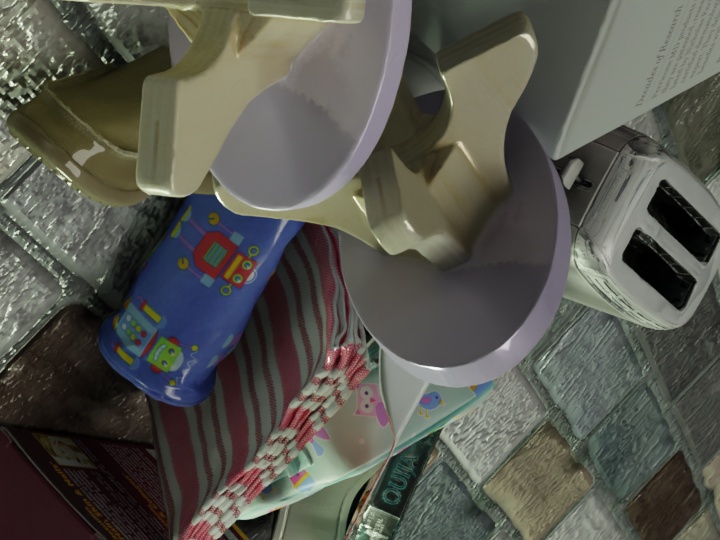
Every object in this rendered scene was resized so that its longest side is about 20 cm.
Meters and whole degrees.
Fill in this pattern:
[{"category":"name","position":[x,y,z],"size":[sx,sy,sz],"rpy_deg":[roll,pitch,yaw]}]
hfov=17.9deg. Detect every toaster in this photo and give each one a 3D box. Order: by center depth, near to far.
[{"category":"toaster","position":[0.157,-0.035,1.522],"size":[0.114,0.129,0.200],"rpy_deg":[-60,141,-6]}]

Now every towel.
[{"category":"towel","position":[-0.069,0.062,1.364],"size":[0.030,0.147,0.200],"rpy_deg":[22,124,-31]}]

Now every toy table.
[{"category":"toy table","position":[-0.057,-0.127,1.063],"size":[0.117,0.183,0.201],"rpy_deg":[-10,94,-60]},{"category":"toy table","position":[0.029,-0.050,1.193],"size":[0.183,0.200,0.117],"rpy_deg":[-33,132,5]}]

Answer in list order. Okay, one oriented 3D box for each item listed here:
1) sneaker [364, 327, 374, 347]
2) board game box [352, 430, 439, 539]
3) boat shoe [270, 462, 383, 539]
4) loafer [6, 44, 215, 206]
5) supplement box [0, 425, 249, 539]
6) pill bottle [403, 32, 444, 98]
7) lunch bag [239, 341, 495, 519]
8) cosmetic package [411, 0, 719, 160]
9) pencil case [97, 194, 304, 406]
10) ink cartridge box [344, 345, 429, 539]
[{"category":"sneaker","position":[0.000,0.000,1.451],"size":[0.201,0.074,0.079],"rpy_deg":[-55,170,-22]},{"category":"board game box","position":[0.035,0.144,1.704],"size":[0.136,0.028,0.200],"rpy_deg":[109,6,-47]},{"category":"boat shoe","position":[-0.023,0.147,1.686],"size":[0.060,0.073,0.201],"rpy_deg":[-96,-161,-67]},{"category":"loafer","position":[-0.111,-0.081,1.182],"size":[0.068,0.076,0.200],"rpy_deg":[-56,165,17]},{"category":"supplement box","position":[-0.162,0.170,1.427],"size":[0.086,0.110,0.200],"rpy_deg":[-51,156,10]},{"category":"pill bottle","position":[0.084,-0.116,1.395],"size":[0.200,0.113,0.114],"rpy_deg":[-31,152,-31]},{"category":"lunch bag","position":[-0.016,0.097,1.517],"size":[0.160,0.077,0.200],"rpy_deg":[-25,176,-35]},{"category":"cosmetic package","position":[0.140,-0.203,1.288],"size":[0.199,0.167,0.167],"rpy_deg":[-28,151,-34]},{"category":"pencil case","position":[-0.075,-0.019,1.326],"size":[0.201,0.078,0.087],"rpy_deg":[-56,-174,19]},{"category":"ink cartridge box","position":[0.021,0.058,1.334],"size":[0.201,0.057,0.163],"rpy_deg":[-57,177,-2]}]
